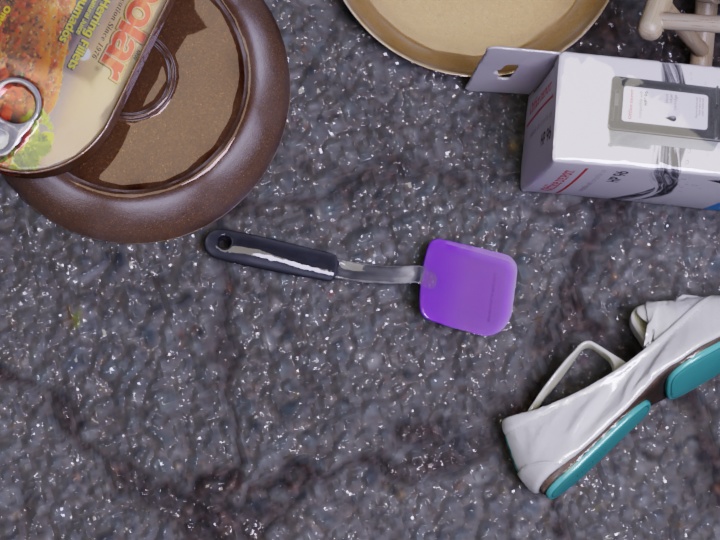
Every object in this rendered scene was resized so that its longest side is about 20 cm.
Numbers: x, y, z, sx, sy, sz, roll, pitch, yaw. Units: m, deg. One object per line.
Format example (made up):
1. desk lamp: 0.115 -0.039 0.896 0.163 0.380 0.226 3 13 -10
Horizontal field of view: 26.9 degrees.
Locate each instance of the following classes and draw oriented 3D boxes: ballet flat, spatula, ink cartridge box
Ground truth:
1. ballet flat: 0.171 0.059 0.930 0.199 0.069 0.070 -36 87 -6
2. spatula: 0.000 0.000 0.939 0.198 0.021 0.057 9 71 -1
3. ink cartridge box: 0.165 -0.083 0.915 0.198 0.116 0.069 6 83 -2

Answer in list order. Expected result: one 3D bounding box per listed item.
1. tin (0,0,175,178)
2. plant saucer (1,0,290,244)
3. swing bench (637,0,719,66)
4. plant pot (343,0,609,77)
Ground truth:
1. tin: -0.178 -0.150 0.906 0.111 0.042 0.202 25 82 3
2. plant saucer: -0.142 -0.119 0.939 0.198 0.032 0.203 0 83 -3
3. swing bench: 0.292 -0.208 0.894 0.197 0.129 0.202 9 83 29
4. plant pot: 0.071 -0.220 0.968 0.198 0.027 0.203 1 83 -5
